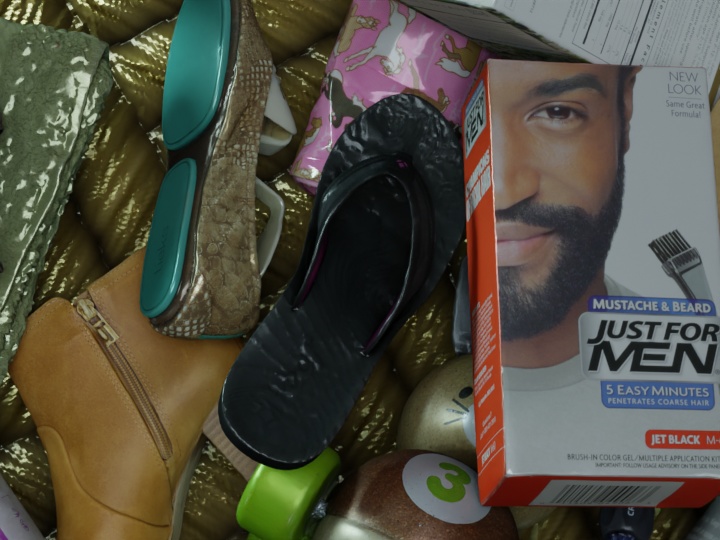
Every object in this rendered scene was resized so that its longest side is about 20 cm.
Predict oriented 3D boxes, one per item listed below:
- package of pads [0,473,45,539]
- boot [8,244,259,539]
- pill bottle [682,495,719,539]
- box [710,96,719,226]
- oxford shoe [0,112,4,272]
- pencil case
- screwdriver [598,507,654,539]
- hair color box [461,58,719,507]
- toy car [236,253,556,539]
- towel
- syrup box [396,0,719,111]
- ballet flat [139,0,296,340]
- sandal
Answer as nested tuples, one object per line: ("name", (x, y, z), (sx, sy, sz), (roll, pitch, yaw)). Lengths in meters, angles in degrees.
("package of pads", (-0.223, 0.125, 1.074), (0.120, 0.076, 0.200), (-34, 86, -3))
("boot", (-0.141, 0.095, 1.152), (0.201, 0.071, 0.144), (-42, 84, -8))
("pill bottle", (0.203, 0.174, 1.138), (0.114, 0.114, 0.200), (39, 86, -1))
("box", (0.211, 0.008, 1.109), (0.163, 0.021, 0.200), (31, 76, 12))
("oxford shoe", (-0.211, -0.088, 1.111), (0.073, 0.071, 0.201), (-5, 89, 0))
("pencil case", (0.034, -0.115, 1.161), (0.086, 0.083, 0.201), (21, 86, 24))
("screwdriver", (0.122, 0.164, 1.122), (0.029, 0.028, 0.200), (38, 44, -19))
("hair color box", (0.109, 0.006, 1.059), (0.110, 0.064, 0.201), (1, 71, -9))
("toy car", (0.060, 0.089, 1.126), (0.164, 0.158, 0.200), (30, 74, 9))
("towel", (-0.218, -0.041, 1.152), (0.148, 0.036, 0.201), (18, 85, 11))
("syrup box", (0.104, -0.138, 1.107), (0.079, 0.200, 0.082), (17, 89, 41))
("ballet flat", (-0.068, -0.055, 1.156), (0.065, 0.070, 0.201), (19, 68, -30))
("sandal", (0.001, 0.001, 1.066), (0.075, 0.048, 0.201), (26, 67, -3))
